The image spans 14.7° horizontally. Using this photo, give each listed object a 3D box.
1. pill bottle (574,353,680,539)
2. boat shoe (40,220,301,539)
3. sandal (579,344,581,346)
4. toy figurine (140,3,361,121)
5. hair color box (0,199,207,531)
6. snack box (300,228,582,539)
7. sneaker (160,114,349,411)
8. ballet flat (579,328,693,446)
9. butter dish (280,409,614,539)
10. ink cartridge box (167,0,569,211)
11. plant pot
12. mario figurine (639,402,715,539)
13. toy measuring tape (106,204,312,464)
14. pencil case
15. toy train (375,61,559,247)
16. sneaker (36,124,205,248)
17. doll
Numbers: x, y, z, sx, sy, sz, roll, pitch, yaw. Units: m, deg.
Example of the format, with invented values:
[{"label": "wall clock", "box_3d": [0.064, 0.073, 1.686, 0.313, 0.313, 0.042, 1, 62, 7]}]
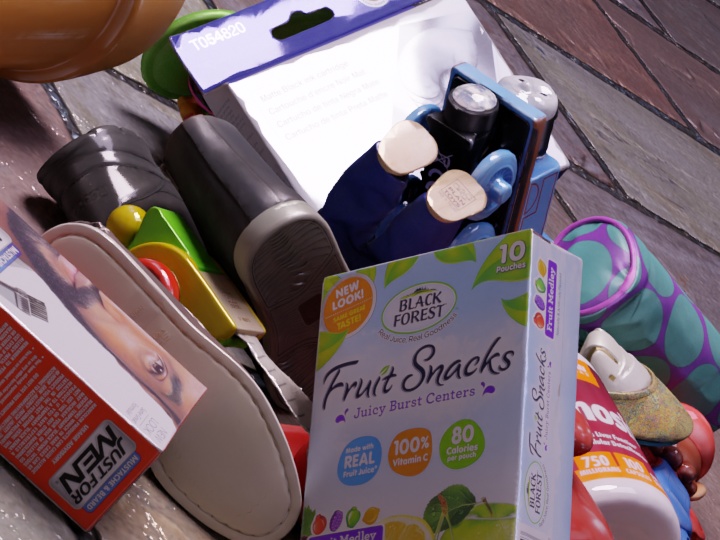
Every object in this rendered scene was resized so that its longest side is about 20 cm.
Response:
[{"label": "pill bottle", "box_3d": [0.114, 0.117, 1.732, 0.113, 0.113, 0.200, 31, 21, -36]}, {"label": "boat shoe", "box_3d": [-0.100, 0.058, 1.464, 0.200, 0.072, 0.060, 50, 2, -1]}, {"label": "sandal", "box_3d": [0.153, 0.048, 2.027, 0.200, 0.082, 0.055, 33, -3, -23]}, {"label": "toy figurine", "box_3d": [-0.036, -0.065, 1.829, 0.200, 0.150, 0.184, 16, 41, -42]}, {"label": "hair color box", "box_3d": [-0.177, 0.026, 1.374, 0.200, 0.064, 0.111, 43, 16, -4]}, {"label": "snack box", "box_3d": [0.040, 0.091, 1.427, 0.053, 0.142, 0.201, 30, 57, -45]}, {"label": "sneaker", "box_3d": [-0.052, -0.006, 1.607, 0.106, 0.075, 0.200, 53, -15, 33]}, {"label": "ballet flat", "box_3d": [0.132, 0.062, 1.857, 0.199, 0.071, 0.071, 17, 17, 3]}, {"label": "butter dish", "box_3d": [0.068, 0.128, 1.545, 0.200, 0.148, 0.200, 17, 32, -57]}, {"label": "ink cartridge box", "box_3d": [0.007, -0.108, 1.792, 0.199, 0.041, 0.200, -26, 76, -33]}, {"label": "plant pot", "box_3d": [-0.225, -0.197, 1.620, 0.200, 0.200, 0.183, 47, 33, 12]}, {"label": "mario figurine", "box_3d": [0.186, 0.166, 1.886, 0.106, 0.124, 0.200, 3, 26, 7]}, {"label": "toy measuring tape", "box_3d": [-0.087, 0.047, 1.523, 0.200, 0.074, 0.074, 54, 19, 21]}, {"label": "pencil case", "box_3d": [0.195, 0.044, 1.944, 0.092, 0.085, 0.200, 19, -18, 41]}, {"label": "toy train", "box_3d": [0.067, -0.034, 1.689, 0.087, 0.200, 0.114, 34, 41, 28]}, {"label": "sneaker", "box_3d": [-0.109, -0.021, 1.657, 0.200, 0.076, 0.091, 9, 47, -52]}, {"label": "doll", "box_3d": [0.000, 0.000, 1.649, 0.136, 0.200, 0.048, 45, 48, 3]}]
